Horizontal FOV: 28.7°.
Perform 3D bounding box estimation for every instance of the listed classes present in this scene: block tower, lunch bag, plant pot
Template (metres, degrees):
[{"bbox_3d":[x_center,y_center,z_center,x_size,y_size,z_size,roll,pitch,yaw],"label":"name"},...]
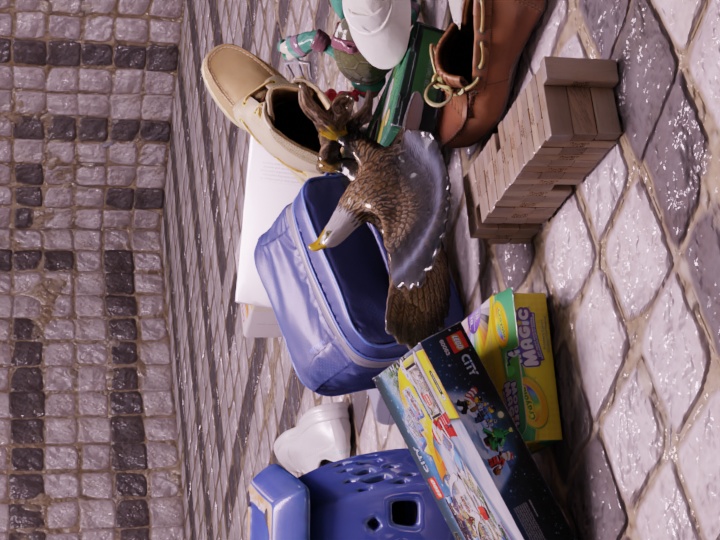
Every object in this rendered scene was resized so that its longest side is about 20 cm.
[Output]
[{"bbox_3d":[0.127,-0.081,1.021,0.200,0.054,0.058,118,149,-64],"label":"block tower"},{"bbox_3d":[0.000,0.000,1.293,0.132,0.135,0.201,-44,64,48],"label":"lunch bag"},{"bbox_3d":[-0.010,0.276,1.312,0.200,0.179,0.201,-179,90,-77],"label":"plant pot"}]

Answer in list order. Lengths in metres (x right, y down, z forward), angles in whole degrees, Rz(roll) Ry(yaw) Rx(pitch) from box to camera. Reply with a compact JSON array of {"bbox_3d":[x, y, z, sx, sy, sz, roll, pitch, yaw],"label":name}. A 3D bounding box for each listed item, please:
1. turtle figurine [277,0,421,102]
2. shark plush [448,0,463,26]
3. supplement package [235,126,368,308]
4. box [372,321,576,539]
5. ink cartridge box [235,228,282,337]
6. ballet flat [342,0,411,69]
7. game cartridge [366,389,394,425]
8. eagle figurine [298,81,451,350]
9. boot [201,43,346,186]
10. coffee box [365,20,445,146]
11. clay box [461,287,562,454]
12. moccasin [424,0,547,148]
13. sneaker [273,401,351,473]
[{"bbox_3d":[0.001,-0.241,1.371,0.101,0.149,0.201,-125,25,-44],"label":"turtle figurine"},{"bbox_3d":[0.087,-0.305,1.179,0.083,0.090,0.201,8,-103,-73],"label":"shark plush"},{"bbox_3d":[-0.053,-0.060,1.519,0.120,0.121,0.201,-16,-67,-73],"label":"supplement package"},{"bbox_3d":[0.086,0.148,1.044,0.201,0.038,0.137,62,161,7],"label":"box"},{"bbox_3d":[-0.079,-0.007,1.720,0.200,0.124,0.129,112,155,-55],"label":"ink cartridge box"},{"bbox_3d":[0.006,-0.279,1.259,0.069,0.069,0.201,-132,40,-70],"label":"ballet flat"},{"bbox_3d":[0.030,0.043,1.460,0.133,0.041,0.201,-102,18,-54],"label":"game cartridge"},{"bbox_3d":[0.026,-0.050,1.172,0.200,0.151,0.151,48,117,26],"label":"eagle figurine"},{"bbox_3d":[-0.085,-0.163,1.372,0.200,0.073,0.155,49,174,8],"label":"boot"},{"bbox_3d":[0.036,-0.136,1.361,0.200,0.044,0.124,119,166,-62],"label":"coffee box"},{"bbox_3d":[0.108,0.092,1.107,0.200,0.047,0.116,131,136,-68],"label":"clay box"},{"bbox_3d":[0.088,-0.169,1.130,0.202,0.077,0.074,113,151,-62],"label":"moccasin"},{"bbox_3d":[-0.056,0.235,1.751,0.200,0.075,0.089,121,135,-63],"label":"sneaker"}]
